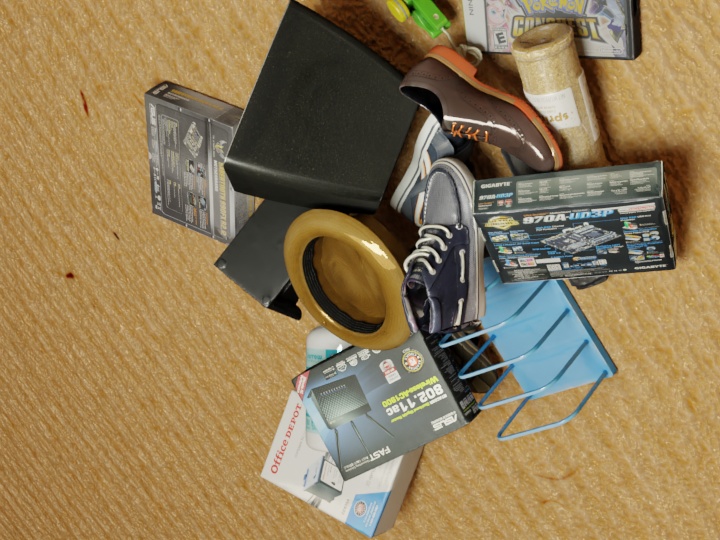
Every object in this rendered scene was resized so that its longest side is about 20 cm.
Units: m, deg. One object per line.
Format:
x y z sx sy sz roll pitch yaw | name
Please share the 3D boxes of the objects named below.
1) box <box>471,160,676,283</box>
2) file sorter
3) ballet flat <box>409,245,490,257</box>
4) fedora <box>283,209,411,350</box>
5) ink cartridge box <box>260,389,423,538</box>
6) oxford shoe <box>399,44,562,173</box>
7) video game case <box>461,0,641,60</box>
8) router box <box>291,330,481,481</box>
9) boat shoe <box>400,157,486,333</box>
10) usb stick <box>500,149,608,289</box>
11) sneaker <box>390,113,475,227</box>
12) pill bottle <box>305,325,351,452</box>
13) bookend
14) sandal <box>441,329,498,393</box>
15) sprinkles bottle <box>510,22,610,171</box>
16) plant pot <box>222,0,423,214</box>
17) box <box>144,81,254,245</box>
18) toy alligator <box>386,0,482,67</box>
0.233 -0.047 1.255 0.199 0.046 0.159 -5 150 18 | box
0.187 0.088 1.423 0.139 0.123 0.200 -25 101 44 | file sorter
0.139 -0.026 1.428 0.200 0.066 0.057 -15 108 51 | ballet flat
0.000 0.000 1.395 0.200 0.082 0.201 23 136 24 | fedora
-0.027 0.276 1.706 0.199 0.086 0.147 23 99 22 | ink cartridge box
0.128 -0.157 1.248 0.200 0.073 0.071 40 159 23 | oxford shoe
0.192 -0.313 1.218 0.199 0.025 0.181 10 124 33 | video game case
0.031 0.158 1.475 0.200 0.062 0.150 -29 89 24 | router box
0.088 -0.023 1.303 0.074 0.093 0.201 -3 98 43 | boat shoe
0.226 -0.070 1.351 0.055 0.033 0.201 -21 104 37 | usb stick
0.103 -0.125 1.379 0.079 0.078 0.200 40 143 14 | sneaker
-0.021 0.144 1.598 0.110 0.111 0.201 -1 89 38 | pill bottle
-0.076 -0.045 1.543 0.092 0.199 0.200 38 179 11 | bookend
0.114 0.080 1.519 0.200 0.055 0.082 47 146 -9 | sandal
0.219 -0.162 1.248 0.068 0.068 0.201 3 129 37 | sprinkles bottle
-0.036 -0.164 1.351 0.177 0.200 0.200 22 175 -2 | plant pot
-0.225 -0.148 1.639 0.158 0.048 0.201 22 130 25 | box
0.065 -0.298 1.306 0.200 0.059 0.054 51 177 4 | toy alligator
